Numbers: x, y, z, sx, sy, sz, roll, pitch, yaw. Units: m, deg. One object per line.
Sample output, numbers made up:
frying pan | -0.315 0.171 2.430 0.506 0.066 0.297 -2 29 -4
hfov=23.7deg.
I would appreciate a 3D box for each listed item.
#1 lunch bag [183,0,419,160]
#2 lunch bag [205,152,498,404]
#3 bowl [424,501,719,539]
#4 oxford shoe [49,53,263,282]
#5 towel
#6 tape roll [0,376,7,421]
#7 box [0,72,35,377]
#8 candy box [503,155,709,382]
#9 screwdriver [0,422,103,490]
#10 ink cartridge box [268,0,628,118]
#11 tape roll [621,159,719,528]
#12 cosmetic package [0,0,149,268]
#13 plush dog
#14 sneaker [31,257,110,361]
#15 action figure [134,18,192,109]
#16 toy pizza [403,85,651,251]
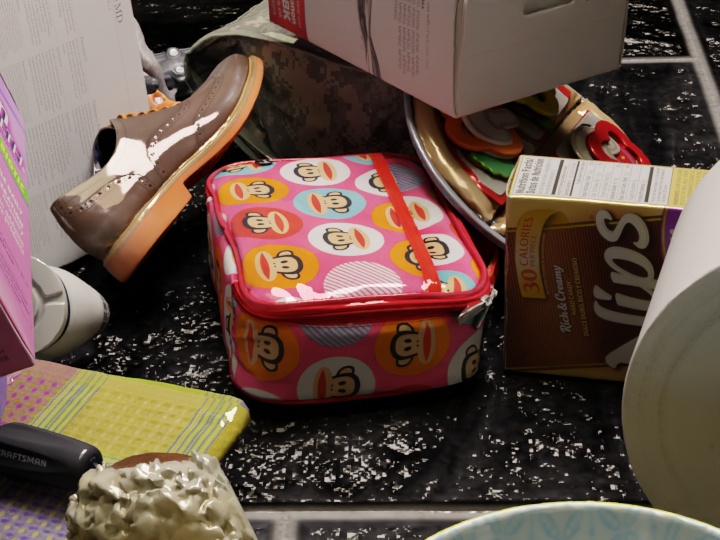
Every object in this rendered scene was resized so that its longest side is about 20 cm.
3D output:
lunch bag | -0.008 -0.144 1.228 0.199 0.118 0.164 19 36 21
lunch bag | 0.000 0.000 1.027 0.174 0.083 0.200 -3 29 -12
bowl | 0.090 0.192 0.657 0.198 0.109 0.201 -2 30 1
oxford shoe | -0.125 -0.085 1.095 0.073 0.071 0.201 36 48 -6
towel | -0.153 0.111 0.852 0.142 0.023 0.200 10 35 18
tape roll | -0.281 0.059 0.836 0.198 0.085 0.201 -13 39 11
box | -0.248 -0.023 0.774 0.175 0.097 0.201 -20 39 2
candy box | 0.181 0.005 0.966 0.198 0.118 0.057 5 30 13
screwdriver | -0.215 0.078 0.861 0.198 0.029 0.028 13 35 23
ink cartridge box | 0.053 -0.180 1.093 0.146 0.084 0.200 -19 34 -32
tape roll | 0.234 0.042 0.816 0.201 0.204 0.139 8 32 16
cosmetic package | -0.206 -0.103 1.086 0.051 0.202 0.150 17 34 41
plush dog | -0.098 0.186 0.683 0.171 0.161 0.200 -27 18 -7
sneaker | -0.245 0.035 0.995 0.198 0.077 0.080 -3 -3 16
action figure | -0.165 -0.150 1.268 0.199 0.105 0.194 -18 44 -20
toy pizza | 0.117 -0.077 1.093 0.199 0.032 0.201 22 41 -21
